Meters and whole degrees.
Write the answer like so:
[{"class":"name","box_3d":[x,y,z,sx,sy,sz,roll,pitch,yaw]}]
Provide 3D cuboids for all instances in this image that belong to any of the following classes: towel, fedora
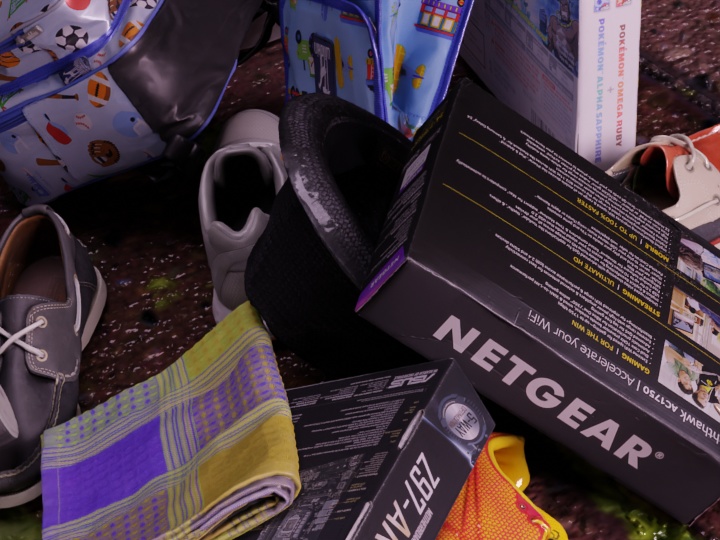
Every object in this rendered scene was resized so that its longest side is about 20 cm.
[{"class":"towel","box_3d":[-0.098,0.092,0.978,0.143,0.023,0.200,-31,23,7]},{"class":"fedora","box_3d":[0.000,0.000,1.071,0.091,0.200,0.201,-39,32,21]}]

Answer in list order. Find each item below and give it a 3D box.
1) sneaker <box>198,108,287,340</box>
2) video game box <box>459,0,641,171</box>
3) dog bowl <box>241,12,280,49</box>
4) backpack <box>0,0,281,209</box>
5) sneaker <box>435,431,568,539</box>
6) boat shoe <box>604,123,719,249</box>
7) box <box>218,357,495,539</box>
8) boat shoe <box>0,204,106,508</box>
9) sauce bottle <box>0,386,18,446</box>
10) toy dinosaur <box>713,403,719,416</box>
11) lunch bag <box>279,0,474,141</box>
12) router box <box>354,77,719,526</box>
[{"class":"sneaker","box_3d":[-0.060,-0.051,1.187,0.075,0.093,0.201,-11,37,2]},{"class":"video game box","box_3d":[0.108,-0.176,1.222,0.046,0.183,0.200,-16,37,-14]},{"class":"dog bowl","box_3d":[-0.094,-0.226,1.450,0.198,0.059,0.201,-8,38,6]},{"class":"backpack","box_3d":[-0.168,-0.131,1.261,0.190,0.154,0.201,-30,22,36]},{"class":"sneaker","box_3d":[0.059,0.140,0.925,0.076,0.073,0.201,-8,39,5]},{"class":"boat shoe","box_3d":[0.166,-0.041,1.133,0.199,0.063,0.071,-32,39,-25]},{"class":"box","box_3d":[-0.052,0.122,0.947,0.199,0.044,0.161,-14,31,38]},{"class":"boat shoe","box_3d":[-0.191,0.047,1.124,0.071,0.068,0.201,-4,42,9]},{"class":"sauce bottle","box_3d":[-0.275,0.111,1.046,0.199,0.066,0.066,-26,38,-2]},{"class":"toy dinosaur","box_3d":[0.256,0.085,0.914,0.198,0.058,0.102,-13,63,-16]},{"class":"lunch bag","box_3d":[0.006,-0.154,1.225,0.093,0.202,0.150,1,11,-27]},{"class":"router box","box_3d":[0.105,0.013,0.995,0.199,0.051,0.150,33,40,-11]}]
